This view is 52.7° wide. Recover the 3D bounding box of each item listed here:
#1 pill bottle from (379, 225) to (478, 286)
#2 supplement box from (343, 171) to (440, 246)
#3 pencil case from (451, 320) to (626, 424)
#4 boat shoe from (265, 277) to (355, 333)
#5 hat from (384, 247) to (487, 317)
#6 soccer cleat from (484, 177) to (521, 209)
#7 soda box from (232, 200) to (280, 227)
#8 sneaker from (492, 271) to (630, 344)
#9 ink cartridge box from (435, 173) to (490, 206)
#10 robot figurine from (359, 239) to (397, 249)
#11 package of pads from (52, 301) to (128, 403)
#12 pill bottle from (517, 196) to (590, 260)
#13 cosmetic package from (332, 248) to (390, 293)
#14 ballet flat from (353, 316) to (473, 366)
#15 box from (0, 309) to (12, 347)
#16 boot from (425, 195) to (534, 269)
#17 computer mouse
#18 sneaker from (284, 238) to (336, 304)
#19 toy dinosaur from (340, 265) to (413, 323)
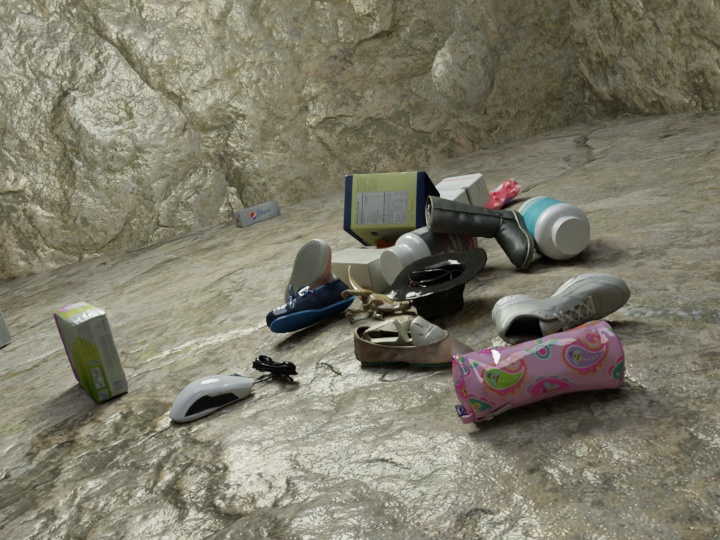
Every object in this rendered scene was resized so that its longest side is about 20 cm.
[{"bbox_3d":[0.139,-0.034,1.502,0.198,0.112,0.110,-22,15,-32],"label":"pill bottle"},{"bbox_3d":[0.080,-0.145,1.774,0.197,0.136,0.200,0,-11,17],"label":"supplement box"},{"bbox_3d":[0.205,0.120,0.849,0.197,0.089,0.087,-14,13,0],"label":"pencil case"},{"bbox_3d":[-0.105,0.066,1.393,0.198,0.069,0.084,-14,-27,-44],"label":"boat shoe"},{"bbox_3d":[0.144,0.035,1.282,0.198,0.082,0.201,-20,16,6],"label":"hat"},{"bbox_3d":[0.392,-0.204,2.118,0.199,0.067,0.077,-33,-17,-33],"label":"soccer cleat"},{"bbox_3d":[-0.446,-0.245,3.133,0.198,0.069,0.063,-23,16,-33],"label":"soda box"},{"bbox_3d":[0.287,0.066,1.036,0.198,0.076,0.092,-18,18,16],"label":"sneaker"},{"bbox_3d":[0.242,-0.180,1.995,0.145,0.085,0.200,1,32,49],"label":"ink cartridge box"},{"bbox_3d":[0.100,-0.044,1.702,0.198,0.059,0.144,-5,13,36],"label":"robot figurine"},{"bbox_3d":[-0.492,0.139,1.322,0.068,0.157,0.199,-20,14,-30],"label":"package of pads"},{"bbox_3d":[0.389,-0.084,1.456,0.109,0.112,0.200,-14,12,-2],"label":"pill bottle"},{"bbox_3d":[0.000,0.000,1.593,0.104,0.072,0.199,-21,15,-33],"label":"cosmetic package"},{"bbox_3d":[0.070,0.105,1.078,0.198,0.068,0.068,-6,15,31],"label":"ballet flat"},{"bbox_3d":[-1.026,0.166,1.867,0.197,0.114,0.101,-12,14,9],"label":"box"},{"bbox_3d":[0.233,-0.080,1.446,0.197,0.073,0.183,12,32,-15],"label":"boot"},{"bbox_3d":[-0.203,0.175,1.119,0.198,0.044,0.109,-20,15,-28],"label":"computer mouse"},{"bbox_3d":[-0.080,0.005,1.478,0.104,0.076,0.201,-12,-35,-35],"label":"sneaker"},{"bbox_3d":[0.013,0.056,1.379,0.100,0.059,0.199,-16,29,-38],"label":"toy dinosaur"}]
